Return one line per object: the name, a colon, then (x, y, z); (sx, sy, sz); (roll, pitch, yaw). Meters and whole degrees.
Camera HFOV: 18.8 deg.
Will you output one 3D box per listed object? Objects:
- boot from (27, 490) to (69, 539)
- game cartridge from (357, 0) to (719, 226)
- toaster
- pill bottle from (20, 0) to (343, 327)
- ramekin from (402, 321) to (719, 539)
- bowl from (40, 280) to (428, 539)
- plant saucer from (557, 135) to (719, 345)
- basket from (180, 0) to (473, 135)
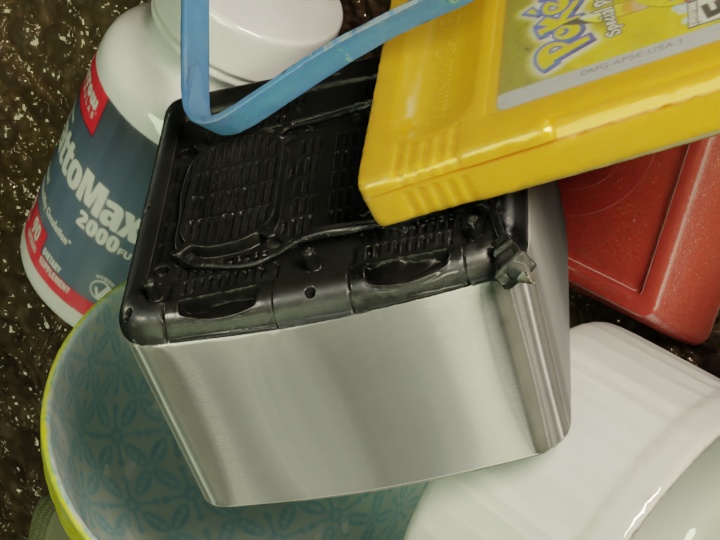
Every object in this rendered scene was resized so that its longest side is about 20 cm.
boot: (-0.137, 0.225, 1.258); (0.154, 0.072, 0.202); (-6, 96, 64)
game cartridge: (0.100, -0.104, 0.896); (0.199, 0.177, 0.033); (-15, 125, 18)
toaster: (0.000, 0.000, 0.955); (0.179, 0.201, 0.119); (-12, 126, 12)
pill bottle: (-0.088, -0.067, 1.103); (0.119, 0.119, 0.201); (38, 126, 13)
ramekin: (0.104, 0.122, 1.017); (0.097, 0.200, 0.202); (34, 126, 26)
bowl: (-0.063, 0.103, 1.069); (0.200, 0.200, 0.108); (40, 146, 12)
plant saucer: (0.096, -0.081, 1.028); (0.199, 0.037, 0.201); (27, 124, 21)
basket: (-0.017, -0.175, 0.956); (0.176, 0.139, 0.201); (-26, 61, 30)
